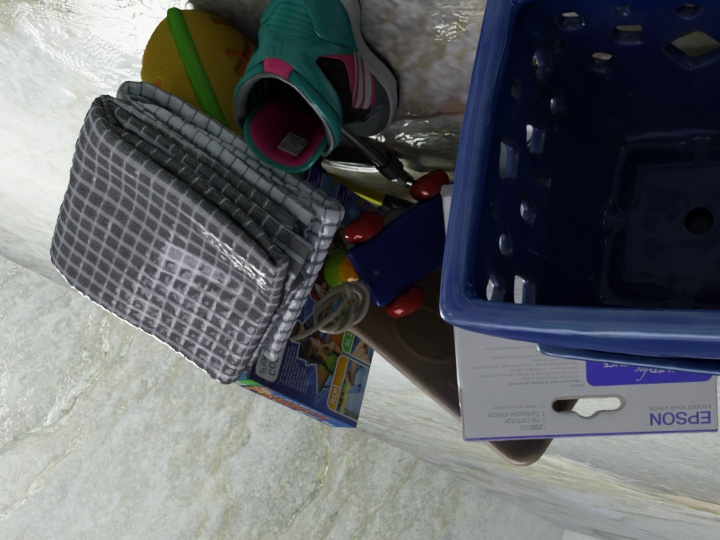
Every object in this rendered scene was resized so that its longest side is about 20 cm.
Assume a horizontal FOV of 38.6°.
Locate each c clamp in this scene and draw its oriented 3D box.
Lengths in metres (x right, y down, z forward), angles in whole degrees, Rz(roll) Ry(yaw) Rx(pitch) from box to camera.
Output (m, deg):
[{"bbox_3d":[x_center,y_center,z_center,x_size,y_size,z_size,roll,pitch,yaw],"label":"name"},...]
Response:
[{"bbox_3d":[-0.024,-0.127,0.927,0.171,0.027,0.200,14,166,48],"label":"c clamp"}]

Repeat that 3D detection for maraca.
[{"bbox_3d":[-0.112,-0.116,0.830,0.137,0.107,0.201,-107,-5,-78],"label":"maraca"}]

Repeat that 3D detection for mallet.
[{"bbox_3d":[0.012,-0.068,0.977,0.199,0.041,0.066,22,169,-11],"label":"mallet"}]

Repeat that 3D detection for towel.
[{"bbox_3d":[-0.131,-0.021,0.769,0.200,0.086,0.166,34,129,7],"label":"towel"}]

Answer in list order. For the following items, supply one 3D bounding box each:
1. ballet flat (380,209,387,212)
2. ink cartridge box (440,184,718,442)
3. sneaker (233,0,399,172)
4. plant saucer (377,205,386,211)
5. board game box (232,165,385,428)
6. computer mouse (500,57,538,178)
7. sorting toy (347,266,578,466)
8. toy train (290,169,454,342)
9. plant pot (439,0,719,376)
[{"bbox_3d":[-0.016,-0.054,1.075,0.200,0.071,0.071,33,177,46],"label":"ballet flat"},{"bbox_3d":[0.165,0.028,0.773,0.197,0.201,0.043,-3,-163,9],"label":"ink cartridge box"},{"bbox_3d":[-0.030,-0.120,0.755,0.083,0.121,0.200,16,163,22],"label":"sneaker"},{"bbox_3d":[0.062,0.054,1.134,0.048,0.201,0.200,-25,153,6],"label":"plant saucer"},{"bbox_3d":[-0.036,0.023,0.907,0.034,0.201,0.135,-6,152,44],"label":"board game box"},{"bbox_3d":[0.127,-0.095,0.767,0.109,0.044,0.200,24,165,-9],"label":"computer mouse"},{"bbox_3d":[0.098,0.066,0.899,0.200,0.185,0.037,36,128,12],"label":"sorting toy"},{"bbox_3d":[0.000,0.000,0.847,0.085,0.200,0.116,60,157,-9],"label":"toy train"},{"bbox_3d":[0.175,-0.041,0.566,0.199,0.201,0.180,4,166,27],"label":"plant pot"}]
